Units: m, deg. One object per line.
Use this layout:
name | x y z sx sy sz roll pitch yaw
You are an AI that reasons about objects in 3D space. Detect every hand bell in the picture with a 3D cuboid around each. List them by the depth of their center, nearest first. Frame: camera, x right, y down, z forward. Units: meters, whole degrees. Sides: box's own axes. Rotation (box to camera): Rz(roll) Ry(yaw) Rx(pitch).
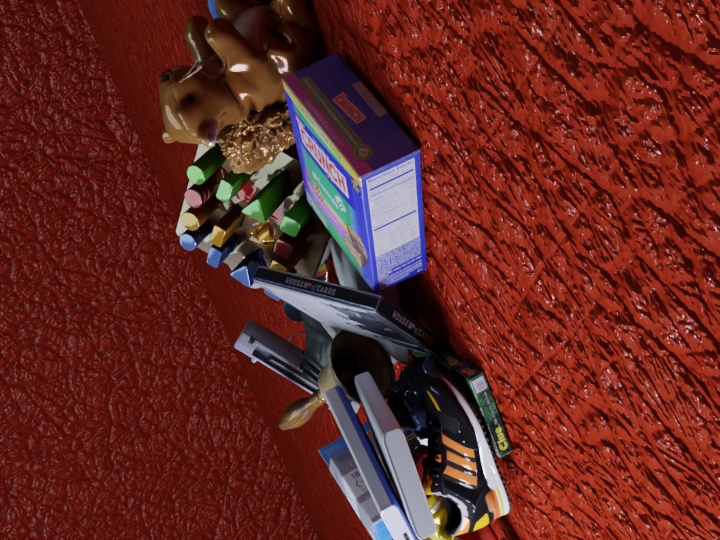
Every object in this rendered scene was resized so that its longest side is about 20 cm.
hand bell | -0.053 0.166 1.512 0.200 0.103 0.105 -39 77 42

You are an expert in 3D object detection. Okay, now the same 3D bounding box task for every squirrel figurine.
squirrel figurine | -0.132 -0.191 1.268 0.140 0.187 0.201 12 143 41

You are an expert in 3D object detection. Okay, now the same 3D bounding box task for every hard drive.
hard drive | 0.038 0.209 1.322 0.200 0.026 0.134 -125 15 -75
hard drive | 0.018 0.248 1.366 0.201 0.025 0.133 60 176 48

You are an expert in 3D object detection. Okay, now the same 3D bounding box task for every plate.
plate | 0.000 0.000 1.462 0.200 0.032 0.202 -126 18 -50

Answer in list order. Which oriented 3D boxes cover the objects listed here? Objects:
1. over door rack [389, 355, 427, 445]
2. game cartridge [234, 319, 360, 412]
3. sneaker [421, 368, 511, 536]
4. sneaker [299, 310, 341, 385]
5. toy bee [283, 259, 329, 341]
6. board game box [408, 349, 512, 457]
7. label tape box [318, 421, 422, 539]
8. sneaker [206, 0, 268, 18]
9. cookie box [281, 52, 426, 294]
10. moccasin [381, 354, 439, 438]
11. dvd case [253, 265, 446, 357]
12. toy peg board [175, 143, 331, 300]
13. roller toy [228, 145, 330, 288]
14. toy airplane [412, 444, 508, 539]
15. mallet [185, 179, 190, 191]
over door rack | 0.031 0.158 1.608 0.149 0.066 0.200 67 166 -19
game cartridge | -0.090 0.143 1.659 0.198 0.039 0.130 32 -179 -3
sneaker | 0.100 0.214 1.298 0.202 0.089 0.070 65 167 -18
sneaker | -0.065 0.088 1.593 0.200 0.070 0.100 51 122 43
toy bee | -0.065 0.047 1.744 0.202 0.107 0.132 98 176 -47
board game box | 0.115 0.146 1.366 0.106 0.023 0.200 70 166 -16
label tape box | 0.035 0.277 1.646 0.200 0.143 0.064 50 162 42
sneaker | -0.124 -0.286 1.383 0.078 0.075 0.201 42 165 33
cookie box | -0.004 -0.103 1.229 0.172 0.074 0.201 54 164 34
moccasin | 0.059 0.159 1.403 0.081 0.068 0.201 56 167 27
dvd case | -0.014 0.048 1.351 0.198 0.025 0.150 14 166 40
toy peg board | -0.144 -0.059 1.418 0.198 0.098 0.201 29 127 7
roller toy | -0.124 -0.079 1.592 0.185 0.138 0.200 70 159 3
toy airplane | 0.120 0.335 1.436 0.201 0.140 0.200 65 -178 29
mallet | -0.184 -0.139 1.470 0.067 0.041 0.201 66 148 25
